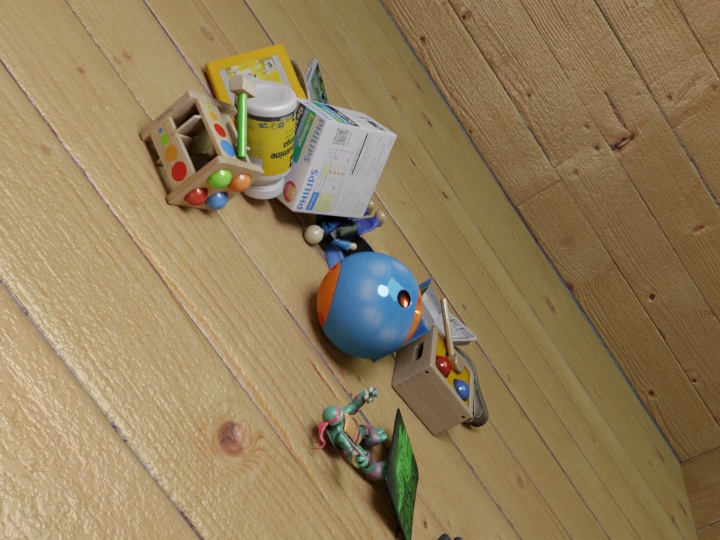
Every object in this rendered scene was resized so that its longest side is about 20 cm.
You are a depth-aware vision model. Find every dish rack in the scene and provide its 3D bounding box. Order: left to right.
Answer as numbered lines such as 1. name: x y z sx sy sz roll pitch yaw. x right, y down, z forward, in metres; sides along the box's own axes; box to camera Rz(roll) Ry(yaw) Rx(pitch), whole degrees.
1. dish rack: 0.181 0.129 1.779 0.172 0.044 0.200 42 16 25

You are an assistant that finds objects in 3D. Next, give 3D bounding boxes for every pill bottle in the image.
1. pill bottle: -0.179 -0.238 1.368 0.112 0.201 0.113 5 40 -5

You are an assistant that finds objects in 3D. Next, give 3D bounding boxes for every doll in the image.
1. doll: -0.043 -0.100 1.589 0.199 0.049 0.137 -25 64 -39

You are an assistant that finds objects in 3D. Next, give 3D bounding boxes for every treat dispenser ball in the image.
1. treat dispenser ball: 0.017 0.065 1.390 0.201 0.200 0.201 44 27 -30

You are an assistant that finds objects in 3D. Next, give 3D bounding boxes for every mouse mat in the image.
1. mouse mat: 0.077 0.366 1.318 0.200 0.007 0.162 -74 150 -61

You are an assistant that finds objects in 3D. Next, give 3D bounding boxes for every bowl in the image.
1. bowl: 0.000 0.000 1.637 0.201 0.039 0.201 44 27 -30

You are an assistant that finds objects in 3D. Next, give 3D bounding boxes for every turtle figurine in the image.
1. turtle figurine: -0.009 0.266 1.226 0.200 0.100 0.150 58 35 -46

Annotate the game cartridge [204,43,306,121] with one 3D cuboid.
1. game cartridge: -0.208 -0.365 1.524 0.032 0.175 0.201 103 -34 -66

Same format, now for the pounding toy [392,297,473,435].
1. pounding toy: 0.171 0.204 1.599 0.184 0.142 0.200 51 25 -18

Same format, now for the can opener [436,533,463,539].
1. can opener: 0.129 0.523 1.270 0.200 0.053 0.067 -7 100 -65

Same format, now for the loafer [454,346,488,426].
1. loafer: 0.243 0.272 1.744 0.071 0.073 0.201 9 53 -60

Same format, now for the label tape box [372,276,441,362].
1. label tape box: 0.096 0.102 1.572 0.063 0.144 0.200 56 24 -5

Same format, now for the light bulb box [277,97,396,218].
1. light bulb box: -0.064 -0.225 1.500 0.199 0.199 0.125 2 29 -45

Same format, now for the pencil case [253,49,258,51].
1. pencil case: -0.193 -0.448 1.737 0.200 0.087 0.088 19 45 -57

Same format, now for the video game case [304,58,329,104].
1. video game case: -0.104 -0.376 1.771 0.183 0.022 0.201 -79 159 -47

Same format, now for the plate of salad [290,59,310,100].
1. plate of salad: -0.156 -0.360 1.625 0.048 0.200 0.201 -9 63 -23

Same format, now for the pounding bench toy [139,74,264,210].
1. pounding bench toy: -0.234 -0.208 1.227 0.124 0.199 0.157 3 58 -62
